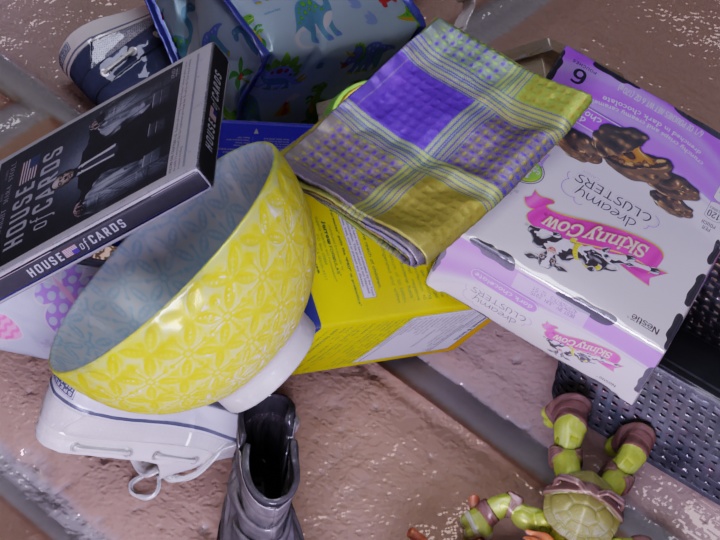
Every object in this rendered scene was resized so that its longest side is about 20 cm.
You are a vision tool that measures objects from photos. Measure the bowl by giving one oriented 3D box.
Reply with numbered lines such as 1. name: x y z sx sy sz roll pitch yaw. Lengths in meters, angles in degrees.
1. bowl: -0.092 0.026 1.454 0.108 0.200 0.201 45 42 -18

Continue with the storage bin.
1. storage bin: 0.252 0.073 1.633 0.199 0.094 0.135 31 48 21

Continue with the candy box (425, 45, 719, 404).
1. candy box: 0.165 -0.034 1.581 0.167 0.072 0.200 30 54 5

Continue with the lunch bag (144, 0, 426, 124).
1. lunch bag: -0.073 -0.217 1.812 0.169 0.128 0.200 -13 55 -36

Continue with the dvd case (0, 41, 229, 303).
1. dvd case: -0.179 -0.063 1.543 0.199 0.025 0.151 -26 34 20

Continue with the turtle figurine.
1. turtle figurine: 0.140 0.157 1.549 0.198 0.065 0.162 14 44 6

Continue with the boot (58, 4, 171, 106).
1. boot: -0.141 -0.178 1.863 0.199 0.073 0.090 -27 63 -24

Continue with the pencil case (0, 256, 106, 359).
1. pencil case: -0.212 0.021 1.621 0.198 0.091 0.083 11 44 4

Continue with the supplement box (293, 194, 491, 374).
1. supplement box: 0.000 0.000 1.604 0.199 0.109 0.110 -7 71 -36

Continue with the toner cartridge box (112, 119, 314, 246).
1. toner cartridge box: -0.091 -0.062 1.672 0.199 0.096 0.043 1 7 -39

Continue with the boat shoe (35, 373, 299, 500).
1. boat shoe: -0.135 0.113 1.552 0.201 0.086 0.075 9 29 -44

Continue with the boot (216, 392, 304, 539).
1. boot: -0.061 0.184 1.442 0.069 0.132 0.201 -4 45 -14

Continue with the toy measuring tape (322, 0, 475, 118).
1. toy measuring tape: 0.021 -0.137 1.680 0.073 0.074 0.201 21 76 14

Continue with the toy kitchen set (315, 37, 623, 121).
1. toy kitchen set: 0.100 -0.065 1.785 0.199 0.180 0.165 -13 80 24

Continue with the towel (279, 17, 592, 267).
1. towel: 0.047 -0.091 1.544 0.143 0.023 0.200 33 57 27
